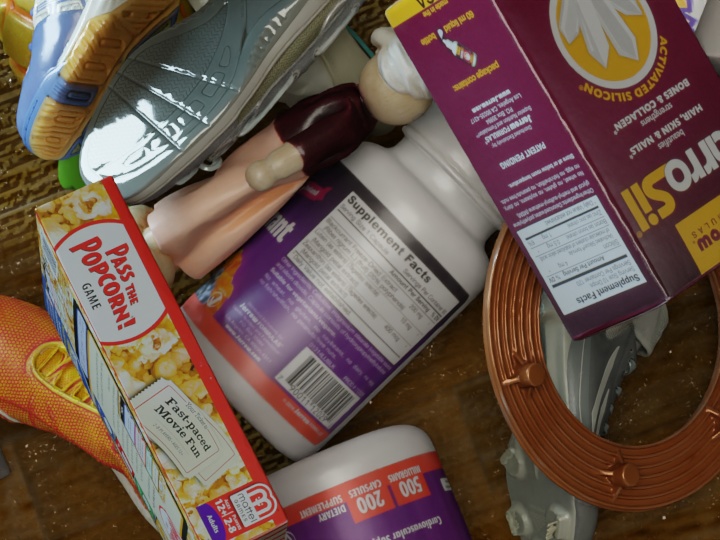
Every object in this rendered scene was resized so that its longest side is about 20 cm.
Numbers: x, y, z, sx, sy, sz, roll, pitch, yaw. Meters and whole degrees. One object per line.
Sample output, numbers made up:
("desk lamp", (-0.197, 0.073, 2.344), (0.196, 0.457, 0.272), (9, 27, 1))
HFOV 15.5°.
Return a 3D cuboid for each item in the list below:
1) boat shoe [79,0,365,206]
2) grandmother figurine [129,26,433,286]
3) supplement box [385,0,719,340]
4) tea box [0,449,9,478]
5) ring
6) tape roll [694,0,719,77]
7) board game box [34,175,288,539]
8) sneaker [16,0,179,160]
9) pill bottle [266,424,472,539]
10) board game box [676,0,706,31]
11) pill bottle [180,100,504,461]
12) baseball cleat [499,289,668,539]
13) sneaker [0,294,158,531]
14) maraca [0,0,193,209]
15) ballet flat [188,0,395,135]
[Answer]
("boat shoe", (-0.065, -0.107, 1.396), (0.074, 0.065, 0.202), (30, 74, 34))
("grandmother figurine", (-0.033, -0.065, 1.416), (0.200, 0.121, 0.061), (-33, 111, 13))
("supplement box", (0.118, -0.081, 1.361), (0.110, 0.086, 0.200), (-33, 93, -34))
("tea box", (-0.331, 0.056, 1.477), (0.197, 0.134, 0.200), (-23, 83, 4))
("ring", (0.150, 0.030, 1.427), (0.200, 0.019, 0.201), (4, 83, -34))
("tape roll", (0.288, -0.136, 1.400), (0.203, 0.203, 0.139), (21, 86, 7))
("board game box", (-0.104, 0.070, 1.361), (0.046, 0.152, 0.200), (-25, 75, -12))
("sneaker", (-0.142, -0.158, 1.399), (0.088, 0.075, 0.200), (29, 100, 25))
("pill bottle", (0.020, 0.192, 1.438), (0.112, 0.112, 0.200), (-23, 82, 3))
("board game box", (0.138, -0.142, 1.505), (0.200, 0.030, 0.096), (9, 85, 4))
("pill bottle", (0.000, 0.000, 1.460), (0.200, 0.111, 0.111), (-44, 82, 0))
("baseball cleat", (0.129, 0.068, 1.462), (0.106, 0.070, 0.200), (-13, 109, -33))
("sneaker", (-0.142, 0.071, 1.479), (0.200, 0.077, 0.073), (34, 60, 4))
("maraca", (-0.148, -0.128, 1.485), (0.107, 0.137, 0.200), (-4, 87, -28))
("ballet flat", (-0.053, -0.138, 1.463), (0.069, 0.069, 0.200), (-35, 113, 1))
